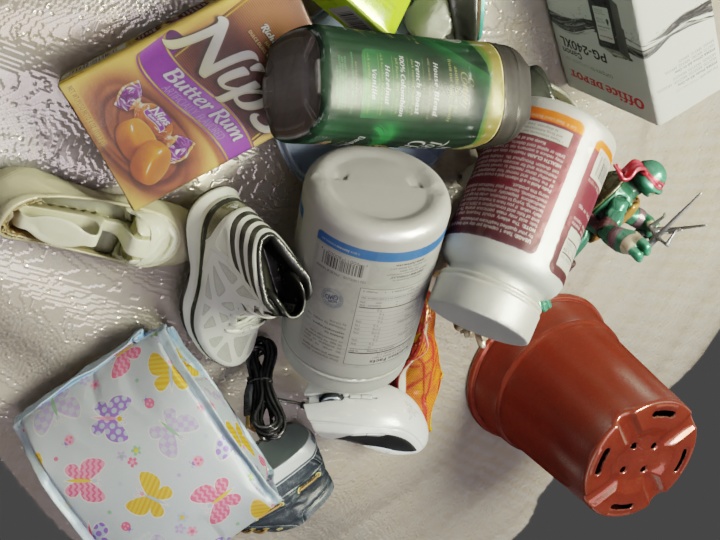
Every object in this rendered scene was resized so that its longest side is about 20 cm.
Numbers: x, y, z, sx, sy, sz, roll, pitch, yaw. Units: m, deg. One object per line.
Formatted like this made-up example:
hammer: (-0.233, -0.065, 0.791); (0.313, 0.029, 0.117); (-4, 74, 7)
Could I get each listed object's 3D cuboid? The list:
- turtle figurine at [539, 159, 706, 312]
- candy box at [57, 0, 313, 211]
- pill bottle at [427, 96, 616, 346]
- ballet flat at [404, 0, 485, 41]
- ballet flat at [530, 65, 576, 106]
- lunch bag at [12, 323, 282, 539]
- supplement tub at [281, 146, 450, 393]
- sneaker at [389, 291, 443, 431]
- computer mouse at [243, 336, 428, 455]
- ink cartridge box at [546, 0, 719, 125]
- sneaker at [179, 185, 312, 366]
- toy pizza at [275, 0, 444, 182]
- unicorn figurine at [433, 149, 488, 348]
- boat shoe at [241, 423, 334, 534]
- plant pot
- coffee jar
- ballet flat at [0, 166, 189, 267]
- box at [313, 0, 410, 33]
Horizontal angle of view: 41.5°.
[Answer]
turtle figurine: (0.246, -0.044, 0.930); (0.200, 0.101, 0.150); (-39, 168, 33)
candy box: (-0.126, -0.149, 0.770); (0.200, 0.056, 0.117); (-30, 114, -5)
pill bottle: (0.141, -0.042, 0.848); (0.114, 0.114, 0.201); (32, 76, -36)
ballet flat: (0.077, -0.197, 0.833); (0.068, 0.068, 0.201); (-14, 121, -10)
ballet flat: (0.211, -0.131, 0.968); (0.068, 0.068, 0.200); (-54, 128, -10)
lunch bag: (-0.195, 0.168, 0.884); (0.169, 0.127, 0.200); (-36, 101, -5)
supplement tub: (0.000, 0.000, 0.866); (0.132, 0.132, 0.200); (-9, 136, -23)
sneaker: (0.054, 0.099, 1.025); (0.077, 0.073, 0.201); (-23, 131, -40)
computer mouse: (-0.018, 0.130, 0.941); (0.199, 0.110, 0.044); (13, 133, -17)
ink cartridge box: (0.243, -0.251, 0.876); (0.083, 0.145, 0.200); (-32, 126, -10)
sneaker: (-0.101, 0.034, 0.847); (0.076, 0.115, 0.201); (-28, 140, -30)
toy pizza: (0.008, -0.160, 0.874); (0.200, 0.032, 0.201); (-13, 120, -23)
unicorn figurine: (0.120, -0.027, 0.953); (0.137, 0.200, 0.074); (-40, 151, 18)
boat shoe: (-0.120, 0.252, 1.000); (0.200, 0.071, 0.091); (-31, 122, -12)
plant pot: (0.255, 0.158, 1.070); (0.200, 0.195, 0.201); (-12, 120, -22)
coffee jar: (0.032, -0.139, 0.741); (0.199, 0.104, 0.086); (-3, 94, -30)
ballet flat: (-0.215, -0.033, 0.803); (0.199, 0.069, 0.070); (13, 109, -32)
box: (0.014, -0.298, 0.751); (0.122, 0.048, 0.201); (33, 76, -36)
